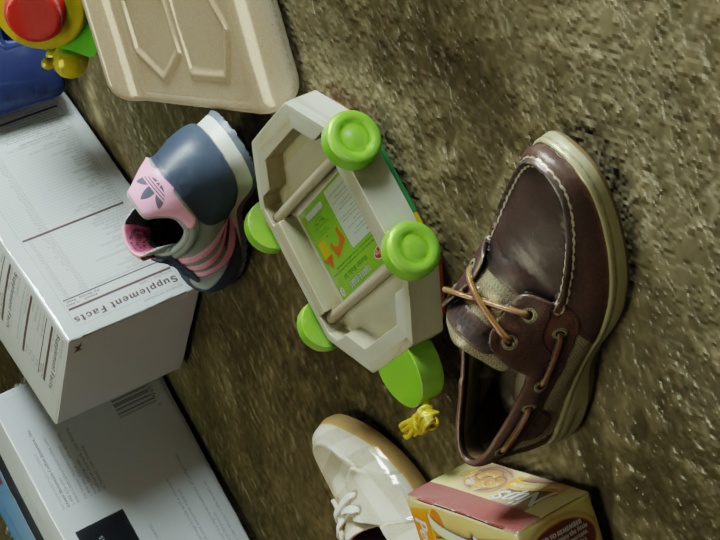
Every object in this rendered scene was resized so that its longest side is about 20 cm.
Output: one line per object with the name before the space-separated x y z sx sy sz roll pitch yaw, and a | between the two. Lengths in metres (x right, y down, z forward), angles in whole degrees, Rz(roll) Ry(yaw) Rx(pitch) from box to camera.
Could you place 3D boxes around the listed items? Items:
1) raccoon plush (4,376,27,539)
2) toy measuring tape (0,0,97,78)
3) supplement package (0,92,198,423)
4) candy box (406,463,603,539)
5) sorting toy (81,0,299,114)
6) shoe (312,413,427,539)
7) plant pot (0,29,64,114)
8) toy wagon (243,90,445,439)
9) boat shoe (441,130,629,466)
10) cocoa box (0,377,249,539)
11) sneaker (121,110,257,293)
raccoon plush | -0.247 0.181 1.681 0.134 0.097 0.201 -25 89 55
toy measuring tape | -0.219 -0.217 1.309 0.074 0.073 0.201 33 141 47
supplement package | -0.219 -0.011 1.438 0.200 0.113 0.110 53 149 24
candy box | 0.102 0.212 1.104 0.115 0.055 0.201 9 119 60
sorting toy | -0.115 -0.189 1.198 0.200 0.036 0.186 9 120 54
shoe | 0.024 0.168 1.212 0.200 0.053 0.070 49 149 29
plant pot | -0.351 -0.201 1.439 0.200 0.199 0.181 20 123 55
toy wagon | 0.000 0.000 1.134 0.200 0.039 0.155 62 153 6
boat shoe | 0.077 0.023 0.974 0.072 0.072 0.200 47 148 32
cocoa box | -0.193 0.180 1.525 0.200 0.133 0.131 59 153 12
sneaker | -0.118 -0.030 1.259 0.070 0.082 0.200 50 160 17
